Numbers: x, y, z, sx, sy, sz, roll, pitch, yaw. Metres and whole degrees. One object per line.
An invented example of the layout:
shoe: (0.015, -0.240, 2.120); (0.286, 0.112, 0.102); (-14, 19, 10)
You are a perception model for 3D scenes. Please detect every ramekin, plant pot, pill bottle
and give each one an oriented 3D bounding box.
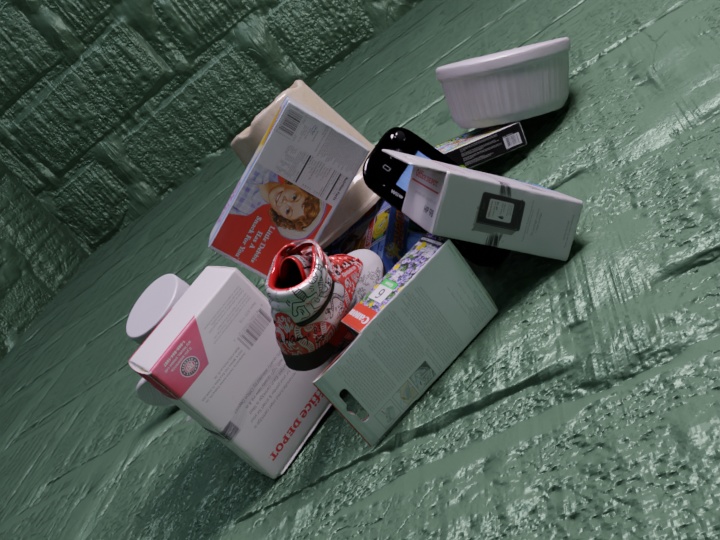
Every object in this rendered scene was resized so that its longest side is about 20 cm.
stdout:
ramekin: (0.215, -0.274, 1.112); (0.200, 0.095, 0.203); (-12, 14, 3)
plant pot: (-0.072, -0.149, 1.037); (0.200, 0.184, 0.201); (-41, 12, 11)
pill bottle: (-0.186, 0.097, 0.943); (0.119, 0.200, 0.121); (-29, 37, 25)

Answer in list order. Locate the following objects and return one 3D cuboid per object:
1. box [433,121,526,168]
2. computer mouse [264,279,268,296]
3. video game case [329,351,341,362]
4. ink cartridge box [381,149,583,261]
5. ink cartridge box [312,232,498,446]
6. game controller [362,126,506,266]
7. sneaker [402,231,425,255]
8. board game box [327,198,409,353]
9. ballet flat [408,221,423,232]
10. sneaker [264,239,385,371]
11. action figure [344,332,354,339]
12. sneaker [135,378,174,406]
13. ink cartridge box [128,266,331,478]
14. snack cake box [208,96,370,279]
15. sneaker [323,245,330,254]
box: (0.136, -0.168, 1.111); (0.198, 0.035, 0.110); (-22, 14, 4)
computer mouse: (-0.111, 0.018, 1.072); (0.043, 0.202, 0.110); (-13, -24, -20)
video game case: (-0.103, 0.134, 1.038); (0.199, 0.017, 0.144); (-31, 23, 25)
ink cartridge box: (0.120, -0.072, 0.810); (0.116, 0.198, 0.068); (-129, 51, -70)
ink cartridge box: (0.041, 0.069, 0.780); (0.200, 0.109, 0.050); (-45, 27, -11)
game controller: (0.097, -0.088, 0.898); (0.105, 0.199, 0.042); (-56, 1, -41)
sneaker: (0.053, -0.002, 0.989); (0.199, 0.066, 0.079); (0, 58, 60)
board game box: (0.000, 0.000, 0.964); (0.135, 0.034, 0.202); (-32, 36, 42)
ballet flat: (0.118, -0.082, 1.027); (0.072, 0.072, 0.200); (-44, 22, -10)
sneaker: (-0.032, 0.004, 0.804); (0.066, 0.109, 0.202); (3, 35, 28)
action figure: (-0.061, 0.053, 0.919); (0.199, 0.051, 0.066); (17, 82, 58)
sneaker: (-0.275, 0.142, 1.241); (0.199, 0.074, 0.118); (-29, 28, 4)
ink cartridge box: (-0.135, 0.115, 0.854); (0.147, 0.200, 0.082); (-53, 28, -20)
snack cake box: (-0.088, -0.093, 0.916); (0.201, 0.114, 0.067); (-58, 16, 10)
sneaker: (-0.046, -0.017, 1.192); (0.199, 0.081, 0.086); (-19, 12, 38)
